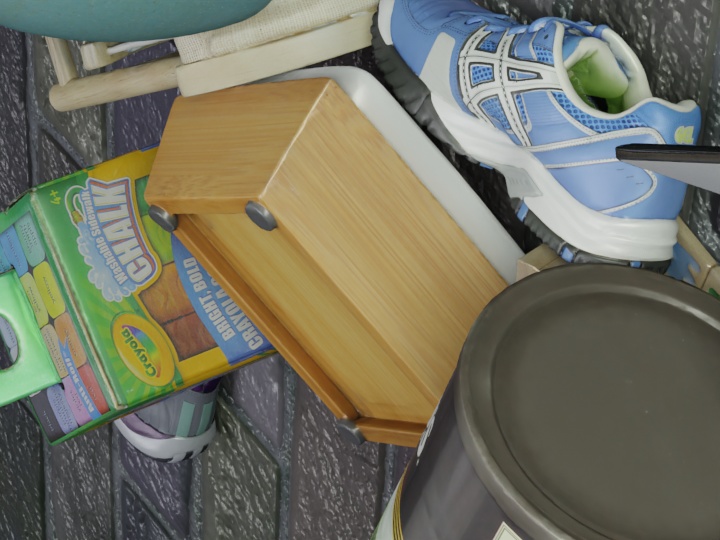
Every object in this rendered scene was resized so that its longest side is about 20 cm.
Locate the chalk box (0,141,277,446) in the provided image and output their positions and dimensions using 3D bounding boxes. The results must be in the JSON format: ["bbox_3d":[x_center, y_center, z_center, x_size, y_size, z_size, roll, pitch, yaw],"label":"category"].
[{"bbox_3d":[-0.120,0.009,1.443,0.124,0.200,0.125,-27,86,63],"label":"chalk box"}]

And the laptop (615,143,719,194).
[{"bbox_3d":[0.206,0.037,0.958,0.187,0.200,0.116,6,82,60],"label":"laptop"}]

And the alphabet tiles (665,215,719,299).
[{"bbox_3d":[0.157,0.095,1.207,0.167,0.008,0.200,53,150,27],"label":"alphabet tiles"}]

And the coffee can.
[{"bbox_3d":[0.078,0.116,1.085,0.147,0.146,0.200,54,143,26],"label":"coffee can"}]

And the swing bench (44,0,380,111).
[{"bbox_3d":[-0.081,-0.190,1.300,0.200,0.129,0.200,0,109,61],"label":"swing bench"}]

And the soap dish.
[{"bbox_3d":[0.000,0.000,1.272,0.200,0.081,0.157,49,159,-21],"label":"soap dish"}]

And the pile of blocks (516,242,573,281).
[{"bbox_3d":[0.139,0.068,1.156,0.082,0.062,0.200,-22,97,51],"label":"pile of blocks"}]

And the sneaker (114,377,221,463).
[{"bbox_3d":[-0.148,0.020,1.668,0.200,0.074,0.088,43,136,21],"label":"sneaker"}]

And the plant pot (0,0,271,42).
[{"bbox_3d":[-0.136,-0.179,1.148,0.200,0.135,0.201,34,136,41],"label":"plant pot"}]

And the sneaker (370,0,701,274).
[{"bbox_3d":[0.078,-0.078,1.173,0.200,0.076,0.077,44,123,39],"label":"sneaker"}]
